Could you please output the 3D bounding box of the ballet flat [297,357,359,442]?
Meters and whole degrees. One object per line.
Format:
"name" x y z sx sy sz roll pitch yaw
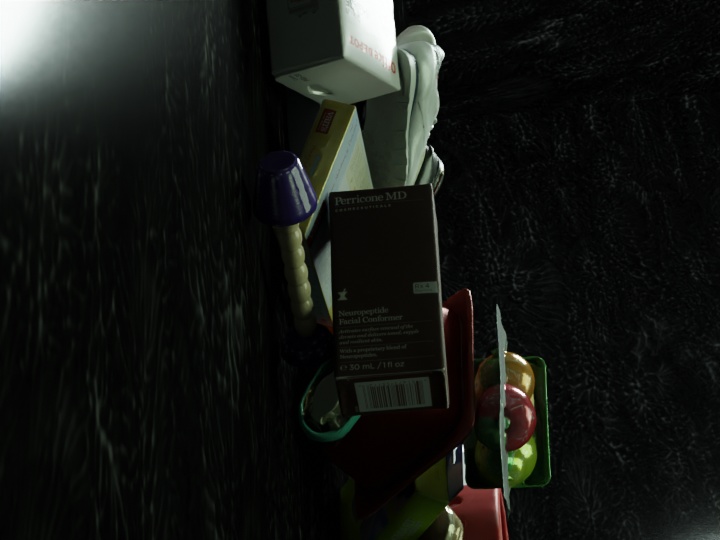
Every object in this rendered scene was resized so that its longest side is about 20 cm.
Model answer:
"ballet flat" 0.005 0.079 1.547 0.201 0.067 0.070 -59 172 11

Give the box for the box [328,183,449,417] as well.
"box" 0.025 0.025 1.485 0.075 0.099 0.202 81 5 -55

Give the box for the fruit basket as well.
"fruit basket" 0.136 0.145 1.649 0.200 0.093 0.187 45 42 -72

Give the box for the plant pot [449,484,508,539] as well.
"plant pot" 0.088 0.357 1.957 0.200 0.180 0.203 -4 90 -85

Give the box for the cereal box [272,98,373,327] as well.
"cereal box" -0.031 -0.052 1.604 0.201 0.039 0.145 75 32 -61

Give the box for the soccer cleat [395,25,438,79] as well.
"soccer cleat" 0.040 -0.193 1.834 0.201 0.069 0.078 98 -28 -42

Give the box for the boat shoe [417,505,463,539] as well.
"boat shoe" 0.073 0.277 1.791 0.200 0.069 0.074 -2 -112 69

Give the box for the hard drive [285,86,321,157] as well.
"hard drive" -0.049 -0.157 1.725 0.135 0.042 0.202 73 13 -67

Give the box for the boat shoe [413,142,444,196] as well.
"boat shoe" 0.028 -0.047 1.788 0.063 0.073 0.203 37 77 -45

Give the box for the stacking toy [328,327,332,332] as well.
"stacking toy" 0.000 0.000 1.852 0.110 0.116 0.201 39 51 -24

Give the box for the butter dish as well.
"butter dish" 0.012 0.112 1.667 0.199 0.147 0.201 -42 -150 36

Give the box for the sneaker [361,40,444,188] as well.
"sneaker" 0.044 -0.138 1.716 0.080 0.076 0.202 -21 131 -51

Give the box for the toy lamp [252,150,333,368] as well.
"toy lamp" -0.058 -0.010 1.430 0.058 0.057 0.202 -88 174 -53

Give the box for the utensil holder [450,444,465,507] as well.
"utensil holder" 0.097 0.330 2.159 0.200 0.168 0.172 -64 148 -78

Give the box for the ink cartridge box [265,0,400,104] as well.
"ink cartridge box" -0.030 -0.276 1.616 0.146 0.082 0.202 17 65 -65

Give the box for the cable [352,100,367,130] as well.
"cable" -0.003 -0.203 1.799 0.164 0.050 0.201 -97 -176 -50

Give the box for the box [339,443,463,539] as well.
"box" 0.040 0.233 1.748 0.200 0.047 0.123 -54 -156 39
